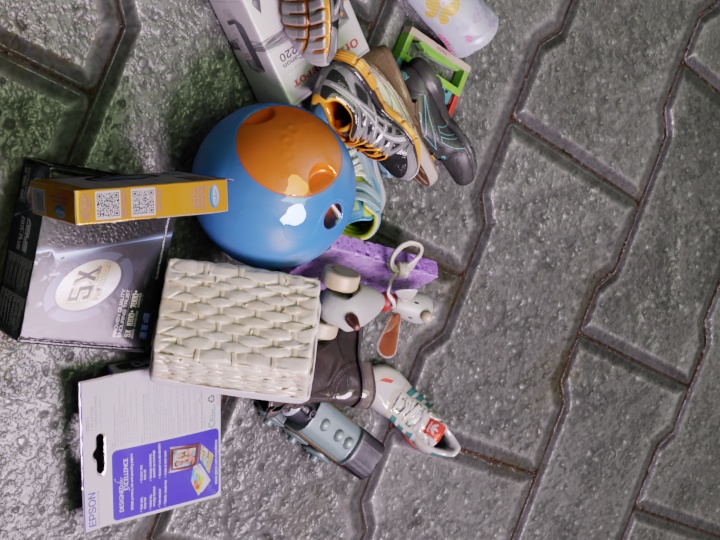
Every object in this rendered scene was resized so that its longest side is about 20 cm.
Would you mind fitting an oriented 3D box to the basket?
[{"bbox_3d":[-0.147,0.071,1.350,0.199,0.123,0.136,8,72,-4],"label":"basket"}]

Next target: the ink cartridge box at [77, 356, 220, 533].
[{"bbox_3d":[-0.268,0.209,1.431,0.199,0.043,0.199,-9,106,-39],"label":"ink cartridge box"}]

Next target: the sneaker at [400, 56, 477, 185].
[{"bbox_3d":[0.094,-0.195,1.580,0.079,0.075,0.200,-35,115,-10],"label":"sneaker"}]

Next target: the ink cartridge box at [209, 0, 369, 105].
[{"bbox_3d":[-0.095,-0.323,1.407,0.146,0.085,0.201,-40,124,-23],"label":"ink cartridge box"}]

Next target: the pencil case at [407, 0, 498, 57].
[{"bbox_3d":[0.106,-0.382,1.548,0.200,0.083,0.091,40,36,-37],"label":"pencil case"}]

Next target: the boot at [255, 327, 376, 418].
[{"bbox_3d":[-0.078,0.104,1.482,0.173,0.200,0.069,5,135,-31],"label":"boot"}]

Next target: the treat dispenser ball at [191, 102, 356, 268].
[{"bbox_3d":[-0.105,-0.102,1.379,0.200,0.201,0.202,-11,108,-36],"label":"treat dispenser ball"}]

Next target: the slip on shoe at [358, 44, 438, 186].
[{"bbox_3d":[0.055,-0.203,1.500,0.061,0.076,0.200,-41,109,-17],"label":"slip on shoe"}]

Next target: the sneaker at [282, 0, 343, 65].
[{"bbox_3d":[-0.045,-0.342,1.331,0.077,0.078,0.201,-18,112,-41],"label":"sneaker"}]

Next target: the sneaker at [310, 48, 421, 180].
[{"bbox_3d":[0.004,-0.181,1.427,0.200,0.078,0.077,50,60,-30],"label":"sneaker"}]

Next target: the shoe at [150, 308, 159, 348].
[{"bbox_3d":[-0.180,0.060,1.455,0.199,0.053,0.070,-16,111,-35],"label":"shoe"}]

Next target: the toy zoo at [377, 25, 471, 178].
[{"bbox_3d":[0.073,-0.224,1.604,0.131,0.020,0.201,24,86,-40],"label":"toy zoo"}]

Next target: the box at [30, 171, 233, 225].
[{"bbox_3d":[-0.237,-0.080,1.223,0.199,0.119,0.042,-5,101,-37],"label":"box"}]

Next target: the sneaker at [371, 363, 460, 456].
[{"bbox_3d":[0.080,0.209,1.673,0.070,0.093,0.200,-52,127,-16],"label":"sneaker"}]

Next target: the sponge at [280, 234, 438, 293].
[{"bbox_3d":[0.000,0.000,1.549,0.199,0.111,0.030,16,57,-39],"label":"sponge"}]

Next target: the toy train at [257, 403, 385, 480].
[{"bbox_3d":[-0.054,0.211,1.554,0.200,0.114,0.085,45,73,-37],"label":"toy train"}]

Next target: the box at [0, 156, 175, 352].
[{"bbox_3d":[-0.314,-0.016,1.310,0.163,0.086,0.201,9,96,-38],"label":"box"}]

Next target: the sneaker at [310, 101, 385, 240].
[{"bbox_3d":[-0.016,-0.130,1.483,0.079,0.131,0.201,-16,119,13],"label":"sneaker"}]

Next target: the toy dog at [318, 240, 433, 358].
[{"bbox_3d":[0.024,0.051,1.471,0.199,0.096,0.132,-16,126,-26],"label":"toy dog"}]
